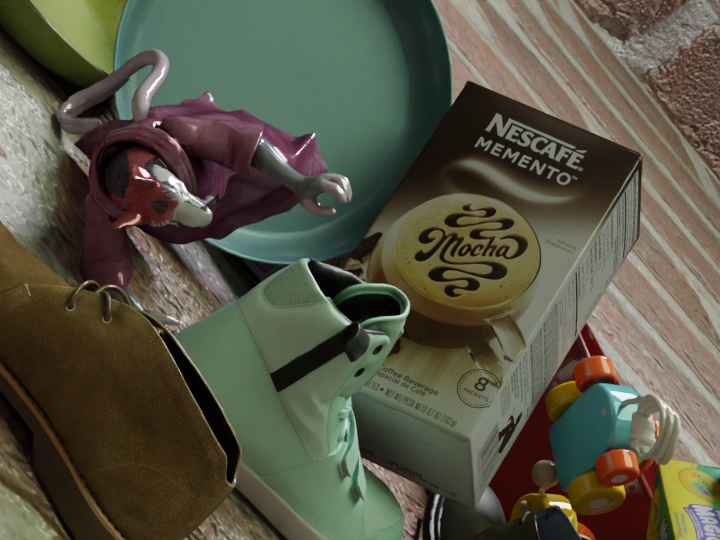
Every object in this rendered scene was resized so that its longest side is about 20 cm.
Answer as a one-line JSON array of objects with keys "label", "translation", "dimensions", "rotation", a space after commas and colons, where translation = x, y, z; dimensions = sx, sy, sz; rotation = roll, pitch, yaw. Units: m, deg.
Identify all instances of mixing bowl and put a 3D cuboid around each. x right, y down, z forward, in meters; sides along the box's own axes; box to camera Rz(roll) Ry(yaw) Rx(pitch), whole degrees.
[{"label": "mixing bowl", "translation": [0.123, 0.131, 1.516], "dimensions": [0.201, 0.108, 0.200], "rotation": [62, 8, -16]}]

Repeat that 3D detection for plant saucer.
[{"label": "plant saucer", "translation": [-0.044, -0.103, 1.374], "dimensions": [0.200, 0.200, 0.027], "rotation": [51, -19, -14]}, {"label": "plant saucer", "translation": [-0.185, -0.173, 1.386], "dimensions": [0.200, 0.031, 0.200], "rotation": [50, 15, -19]}]

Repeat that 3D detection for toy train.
[{"label": "toy train", "translation": [0.134, 0.150, 1.335], "dimensions": [0.055, 0.201, 0.150], "rotation": [7, 15, -28]}]

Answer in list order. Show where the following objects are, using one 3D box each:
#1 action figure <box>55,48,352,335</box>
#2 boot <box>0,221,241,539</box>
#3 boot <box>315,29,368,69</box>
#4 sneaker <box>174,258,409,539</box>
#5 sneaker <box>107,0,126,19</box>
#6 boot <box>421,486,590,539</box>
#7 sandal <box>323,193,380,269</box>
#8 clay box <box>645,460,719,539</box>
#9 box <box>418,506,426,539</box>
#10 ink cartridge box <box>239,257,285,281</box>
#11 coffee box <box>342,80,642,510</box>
[{"label": "action figure", "translation": [-0.087, -0.055, 1.217], "dimensions": [0.149, 0.134, 0.200], "rotation": [55, 11, 4]}, {"label": "boot", "translation": [-0.121, 0.023, 1.038], "dimensions": [0.201, 0.075, 0.074], "rotation": [55, 15, 7]}, {"label": "boot", "translation": [-0.020, -0.122, 1.514], "dimensions": [0.131, 0.070, 0.200], "rotation": [35, 9, 26]}, {"label": "sneaker", "translation": [-0.005, 0.071, 1.228], "dimensions": [0.200, 0.118, 0.074], "rotation": [43, 16, -46]}, {"label": "sneaker", "translation": [-0.120, -0.211, 1.540], "dimensions": [0.076, 0.105, 0.201], "rotation": [42, 18, -43]}, {"label": "boot", "translation": [0.092, 0.157, 1.308], "dimensions": [0.075, 0.097, 0.200], "rotation": [46, 18, -29]}, {"label": "sandal", "translation": [0.000, 0.000, 1.419], "dimensions": [0.080, 0.054, 0.201], "rotation": [8, 67, -45]}, {"label": "clay box", "translation": [0.176, 0.194, 1.359], "dimensions": [0.115, 0.047, 0.201], "rotation": [-88, -177, -70]}, {"label": "box", "translation": [0.095, 0.232, 1.393], "dimensions": [0.200, 0.021, 0.164], "rotation": [53, 14, -10]}, {"label": "ink cartridge box", "translation": [-0.017, 0.008, 1.510], "dimensions": [0.200, 0.042, 0.120], "rotation": [46, 15, -23]}, {"label": "coffee box", "translation": [0.059, 0.011, 1.347], "dimensions": [0.112, 0.200, 0.080], "rotation": [23, -29, 19]}]
